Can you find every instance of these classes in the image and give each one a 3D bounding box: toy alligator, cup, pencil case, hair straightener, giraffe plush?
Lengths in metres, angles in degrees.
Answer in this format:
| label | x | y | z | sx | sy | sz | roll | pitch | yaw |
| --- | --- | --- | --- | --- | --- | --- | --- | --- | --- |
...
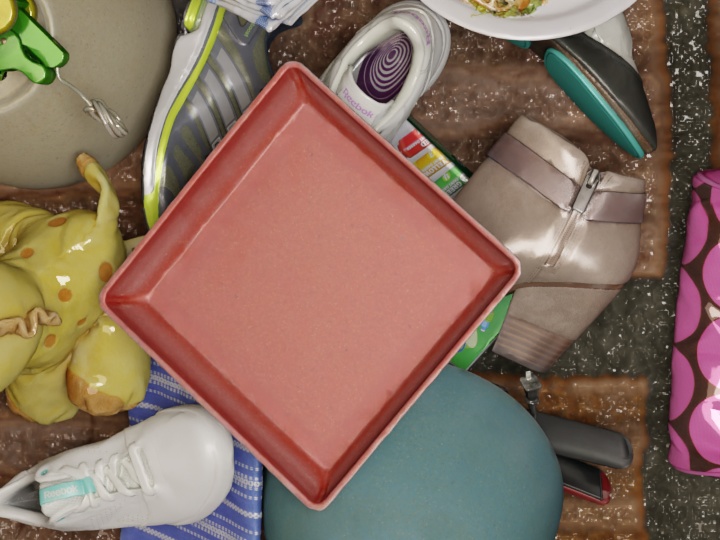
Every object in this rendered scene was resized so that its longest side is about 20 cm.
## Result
| label | x | y | z | sx | sy | sz | roll | pitch | yaw |
| --- | --- | --- | --- | --- | --- | --- | --- | --- | --- |
| toy alligator | -0.224 | -0.146 | 1.463 | 0.054 | 0.059 | 0.200 | -38 | 88 | 8 |
| cup | -0.232 | -0.153 | 1.566 | 0.199 | 0.143 | 0.202 | 0 | 93 | 7 |
| pencil case | 0.253 | 0.034 | 1.543 | 0.093 | 0.090 | 0.201 | 7 | 98 | 42 |
| hair straightener | 0.090 | 0.087 | 1.557 | 0.199 | 0.041 | 0.077 | 24 | 123 | -8 |
| giraffe plush | -0.226 | 0.032 | 1.531 | 0.200 | 0.162 | 0.173 | -34 | 85 | 42 |

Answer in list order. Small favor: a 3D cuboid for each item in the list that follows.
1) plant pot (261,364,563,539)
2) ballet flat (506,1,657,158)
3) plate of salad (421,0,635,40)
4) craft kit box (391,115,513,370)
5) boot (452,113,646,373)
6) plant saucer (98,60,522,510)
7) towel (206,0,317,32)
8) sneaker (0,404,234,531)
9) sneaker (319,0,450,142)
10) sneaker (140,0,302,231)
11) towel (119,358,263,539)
| label | x | y | z | sx | sy | sz | roll | pitch | yaw |
| --- | --- | --- | --- | --- | --- | --- | --- | --- | --- |
| plant pot | 0.024 | 0.176 | 1.518 | 0.199 | 0.135 | 0.201 | 6 | 124 | 9 |
| ballet flat | 0.130 | -0.160 | 1.558 | 0.200 | 0.068 | 0.068 | 40 | 85 | 3 |
| plate of salad | 0.108 | -0.244 | 1.534 | 0.199 | 0.048 | 0.201 | -1 | 69 | 1 |
| craft kit box | 0.000 | 0.000 | 1.596 | 0.200 | 0.049 | 0.198 | 43 | 101 | 3 |
| boot | 0.080 | -0.031 | 1.529 | 0.199 | 0.070 | 0.147 | 23 | 97 | -3 |
| plant saucer | -0.029 | 0.009 | 1.465 | 0.200 | 0.037 | 0.200 | 42 | 99 | 15 |
| towel | -0.077 | -0.232 | 1.524 | 0.199 | 0.024 | 0.147 | 29 | 60 | 33 |
| sneaker | -0.166 | 0.140 | 1.557 | 0.199 | 0.088 | 0.076 | -22 | 78 | 43 |
| sneaker | -0.020 | -0.090 | 1.522 | 0.075 | 0.100 | 0.201 | 35 | 99 | 2 |
| sneaker | -0.095 | -0.102 | 1.578 | 0.080 | 0.074 | 0.201 | 15 | 87 | 0 |
| towel | -0.113 | 0.117 | 1.573 | 0.144 | 0.024 | 0.201 | 18 | 110 | 48 |
